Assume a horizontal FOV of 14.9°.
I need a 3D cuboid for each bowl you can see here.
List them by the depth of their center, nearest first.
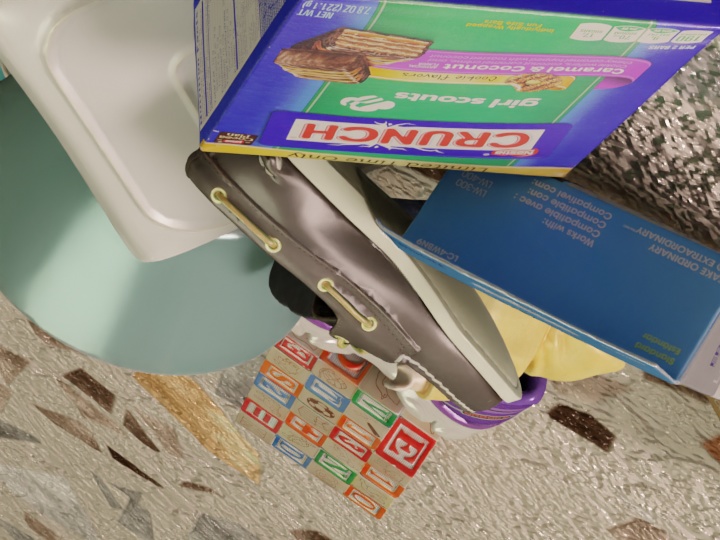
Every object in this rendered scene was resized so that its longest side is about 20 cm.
[{"bbox_3d":[-0.095,-0.058,1.388,0.201,0.201,0.105,36,141,-1],"label":"bowl"}]

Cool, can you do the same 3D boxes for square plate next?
[{"bbox_3d":[-0.050,-0.094,1.235,0.028,0.200,0.198,-102,-13,-45],"label":"square plate"}]

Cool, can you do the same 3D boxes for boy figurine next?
[{"bbox_3d":[0.056,0.007,1.378,0.200,0.124,0.064,16,-176,-37],"label":"boy figurine"}]

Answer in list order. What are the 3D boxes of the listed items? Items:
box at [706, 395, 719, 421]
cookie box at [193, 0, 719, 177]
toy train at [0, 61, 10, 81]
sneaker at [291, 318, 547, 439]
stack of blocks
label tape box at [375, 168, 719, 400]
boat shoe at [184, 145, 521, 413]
[{"bbox_3d":[0.254,0.093,1.313,0.200,0.032,0.121,-8,114,60],"label":"box"},{"bbox_3d":[0.033,-0.103,1.107,0.171,0.075,0.200,3,166,-13],"label":"cookie box"},{"bbox_3d":[-0.219,-0.104,1.566,0.200,0.056,0.150,-8,93,61],"label":"toy train"},{"bbox_3d":[0.026,0.014,1.514,0.200,0.081,0.083,36,146,-25],"label":"sneaker"},{"bbox_3d":[-0.002,0.076,1.683,0.115,0.059,0.200,34,159,3],"label":"stack of blocks"},{"bbox_3d":[0.107,-0.001,1.232,0.143,0.066,0.200,26,180,21],"label":"label tape box"},{"bbox_3d":[0.000,0.000,1.260,0.201,0.061,0.072,49,-166,-28],"label":"boat shoe"}]
